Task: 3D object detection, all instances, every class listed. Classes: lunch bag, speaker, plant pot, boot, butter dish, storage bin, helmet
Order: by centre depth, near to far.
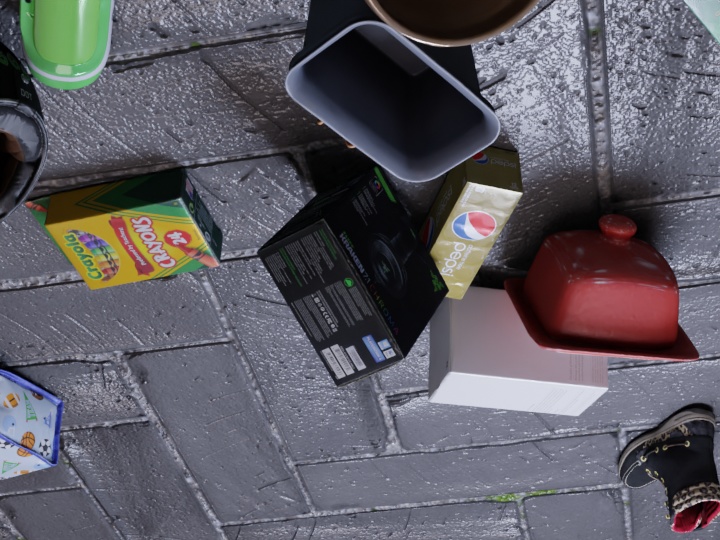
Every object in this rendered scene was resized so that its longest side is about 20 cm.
[{"bbox_3d":[0.074,-0.303,1.110,0.201,0.093,0.201,-9,119,-17],"label":"plant pot"},{"bbox_3d":[-0.271,-0.265,1.190,0.088,0.088,0.200,8,140,-10],"label":"speaker"},{"bbox_3d":[0.026,-0.198,1.235,0.146,0.134,0.200,-31,131,32],"label":"storage bin"},{"bbox_3d":[-0.416,-0.148,1.250,0.200,0.191,0.200,-31,145,-25],"label":"helmet"},{"bbox_3d":[0.285,0.007,1.482,0.200,0.199,0.148,5,111,-8],"label":"butter dish"},{"bbox_3d":[-0.532,0.200,1.734,0.170,0.124,0.200,-21,145,24],"label":"lunch bag"},{"bbox_3d":[0.449,0.306,1.848,0.073,0.151,0.200,19,137,-23],"label":"boot"}]

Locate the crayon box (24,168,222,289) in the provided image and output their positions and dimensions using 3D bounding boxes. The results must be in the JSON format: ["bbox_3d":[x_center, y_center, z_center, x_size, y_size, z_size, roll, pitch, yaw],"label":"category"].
[{"bbox_3d":[-0.276,-0.043,1.490,0.200,0.051,0.127,-10,140,13],"label":"crayon box"}]

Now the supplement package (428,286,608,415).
[{"bbox_3d":[0.194,0.101,1.600,0.200,0.120,0.121,6,156,-9],"label":"supplement package"}]

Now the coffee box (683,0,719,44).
[{"bbox_3d":[0.401,-0.256,1.237,0.123,0.044,0.200,-30,133,31],"label":"coffee box"}]

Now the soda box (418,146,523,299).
[{"bbox_3d":[0.118,-0.053,1.470,0.068,0.064,0.200,10,140,-13],"label":"soda box"}]

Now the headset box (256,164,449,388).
[{"bbox_3d":[0.000,0.000,1.400,0.093,0.200,0.174,-24,101,26],"label":"headset box"}]
